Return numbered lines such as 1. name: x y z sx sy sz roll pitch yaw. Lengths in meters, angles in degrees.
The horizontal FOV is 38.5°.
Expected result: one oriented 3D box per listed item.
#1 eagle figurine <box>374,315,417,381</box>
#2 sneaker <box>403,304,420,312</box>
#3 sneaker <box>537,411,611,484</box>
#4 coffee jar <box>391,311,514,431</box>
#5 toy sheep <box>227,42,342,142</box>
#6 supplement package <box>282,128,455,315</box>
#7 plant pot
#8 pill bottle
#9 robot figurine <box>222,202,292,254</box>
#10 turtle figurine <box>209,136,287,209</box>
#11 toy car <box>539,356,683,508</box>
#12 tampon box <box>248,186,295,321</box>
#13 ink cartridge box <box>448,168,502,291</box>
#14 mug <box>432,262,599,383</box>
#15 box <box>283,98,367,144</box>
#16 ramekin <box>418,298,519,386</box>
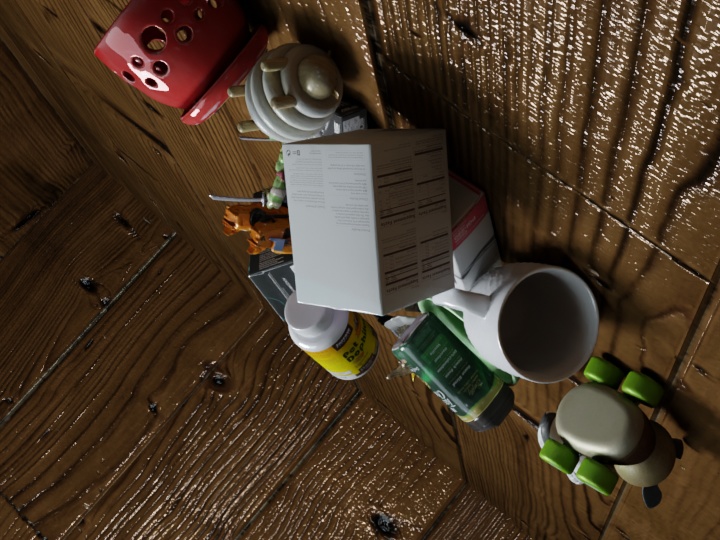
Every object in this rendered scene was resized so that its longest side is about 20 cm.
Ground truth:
1. eagle figurine: 0.097 0.116 1.769 0.150 0.152 0.201 33 -150 -9
2. sneaker: 0.098 0.030 1.787 0.073 0.072 0.200 61 174 19
3. sneaker: 0.397 0.327 1.901 0.079 0.074 0.200 2 144 50
4. coffee jar: 0.145 0.160 1.595 0.200 0.086 0.104 43 168 -1
5. toy sheep: -0.097 -0.234 1.378 0.138 0.139 0.198 47 147 -21
6. supplement package: 0.013 -0.067 1.289 0.150 0.149 0.205 6 107 42
7. plant pot: -0.243 -0.317 1.436 0.182 0.201 0.200 43 168 -17
8. pill bottle: -0.050 0.100 1.725 0.109 0.110 0.200 34 173 34
9. robot figurine: -0.126 -0.069 1.717 0.198 0.059 0.144 0 -152 -46
10. turtle figurine: -0.110 -0.157 1.682 0.194 0.199 0.145 42 -160 -24
11. toy car: 0.386 0.250 1.474 0.199 0.166 0.157 35 173 -29
12. tampon box: -0.116 -0.043 1.899 0.150 0.124 0.203 55 -154 -45
13. ink cartridge box: 0.110 -0.062 1.436 0.145 0.085 0.201 36 168 29
14. mug: 0.190 0.056 1.370 0.196 0.151 0.175 15 180 -17
15. box: -0.050 -0.156 1.505 0.157 0.048 0.204 30 133 44
16. ramekin: 0.192 0.075 1.597 0.199 0.098 0.200 41 168 11
